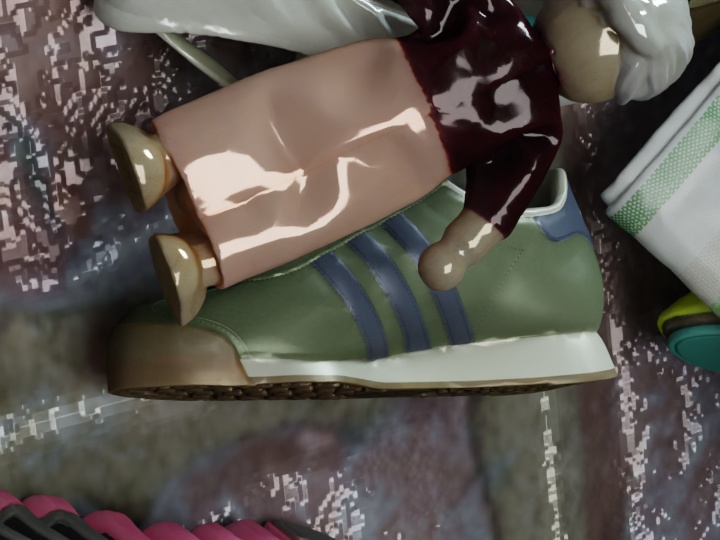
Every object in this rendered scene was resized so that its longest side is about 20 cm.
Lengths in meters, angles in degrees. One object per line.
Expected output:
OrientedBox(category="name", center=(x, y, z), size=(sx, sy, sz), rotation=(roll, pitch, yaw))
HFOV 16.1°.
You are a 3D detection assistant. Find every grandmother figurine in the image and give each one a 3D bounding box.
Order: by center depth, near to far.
OrientedBox(category="grandmother figurine", center=(0.019, -0.057, 0.852), size=(0.200, 0.061, 0.121), rotation=(-20, 106, -11))

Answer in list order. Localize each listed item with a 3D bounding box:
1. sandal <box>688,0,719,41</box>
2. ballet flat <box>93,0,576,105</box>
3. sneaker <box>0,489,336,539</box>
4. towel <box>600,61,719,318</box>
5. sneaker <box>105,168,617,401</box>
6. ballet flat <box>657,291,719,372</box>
OrientedBox(category="sandal", center=(0.149, -0.141, 0.984), size=(0.054, 0.080, 0.200), rotation=(46, 48, 15))
OrientedBox(category="ballet flat", center=(-0.007, -0.082, 0.899), size=(0.200, 0.069, 0.069), rotation=(19, 87, -30))
OrientedBox(category="sneaker", center=(-0.081, 0.133, 0.881), size=(0.200, 0.079, 0.095), rotation=(11, 103, -33))
OrientedBox(category="towel", center=(0.208, -0.013, 0.976), size=(0.200, 0.031, 0.149), rotation=(42, 81, -4))
OrientedBox(category="sneaker", center=(0.000, 0.000, 0.916), size=(0.200, 0.067, 0.090), rotation=(0, 83, -28))
OrientedBox(category="ballet flat", center=(0.197, 0.020, 1.049), size=(0.200, 0.067, 0.067), rotation=(17, 67, -35))
